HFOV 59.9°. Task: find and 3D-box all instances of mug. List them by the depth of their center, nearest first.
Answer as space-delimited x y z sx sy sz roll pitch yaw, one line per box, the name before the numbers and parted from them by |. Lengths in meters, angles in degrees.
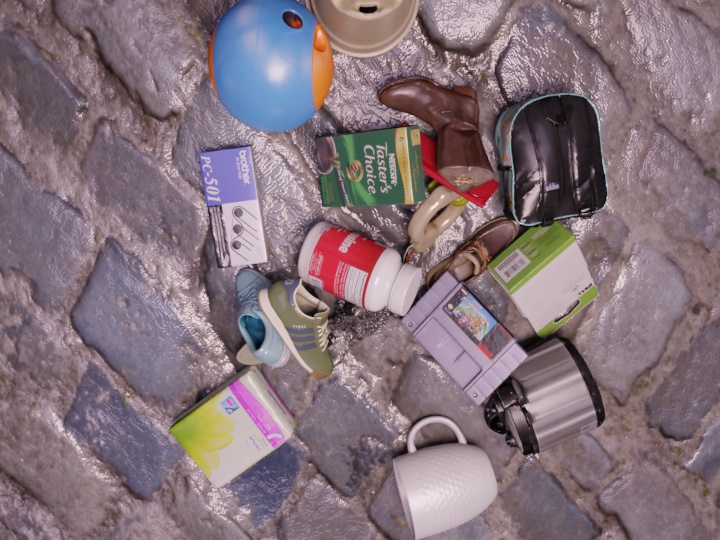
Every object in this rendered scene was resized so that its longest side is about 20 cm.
mug | 0.156 0.380 1.185 0.171 0.148 0.205 -14 73 -6

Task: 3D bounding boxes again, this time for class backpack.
backpack | 0.312 -0.192 1.046 0.171 0.154 0.205 -10 108 1

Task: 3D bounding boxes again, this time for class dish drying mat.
dish drying mat | 0.135 -0.179 1.039 0.198 0.077 0.018 35 140 12

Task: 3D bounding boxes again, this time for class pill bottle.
pill bottle | 0.000 0.000 1.069 0.196 0.112 0.115 22 102 17

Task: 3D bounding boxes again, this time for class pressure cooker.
pressure cooker | 0.316 0.233 1.128 0.196 0.179 0.179 -24 105 3

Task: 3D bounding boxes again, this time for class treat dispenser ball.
treat dispenser ball | -0.140 -0.322 0.980 0.195 0.201 0.207 0 103 -2

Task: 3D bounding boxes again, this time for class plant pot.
plant pot | 0.005 -0.446 0.966 0.195 0.184 0.206 0 103 -1

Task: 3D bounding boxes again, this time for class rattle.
rattle | 0.092 -0.102 1.110 0.142 0.130 0.201 41 131 8

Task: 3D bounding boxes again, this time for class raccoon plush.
raccoon plush | 0.014 0.116 1.142 0.195 0.097 0.137 13 110 -5

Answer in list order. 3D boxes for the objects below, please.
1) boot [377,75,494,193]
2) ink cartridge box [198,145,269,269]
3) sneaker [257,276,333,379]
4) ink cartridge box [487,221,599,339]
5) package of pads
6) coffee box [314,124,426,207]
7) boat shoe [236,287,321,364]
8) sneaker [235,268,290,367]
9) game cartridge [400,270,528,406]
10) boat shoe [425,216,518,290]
boot | 0.120 -0.220 1.021 0.181 0.065 0.204 1 60 -3
ink cartridge box | -0.222 -0.111 1.104 0.091 0.044 0.206 -7 102 -2
sneaker | -0.084 0.095 1.055 0.088 0.068 0.202 -26 114 18
ink cartridge box | 0.337 0.020 1.140 0.147 0.076 0.200 -40 135 4
package of pads | -0.237 0.296 1.183 0.198 0.068 0.156 -34 100 7
coffee box | 0.013 -0.171 1.042 0.196 0.044 0.126 4 106 38
boat shoe | -0.151 0.098 1.142 0.198 0.067 0.074 -39 134 22
sneaker | -0.181 0.068 1.077 0.073 0.082 0.202 -37 58 10
game cartridge | 0.178 0.114 1.078 0.200 0.038 0.130 46 107 13
boat shoe | 0.205 -0.018 1.123 0.198 0.072 0.073 -35 101 6
